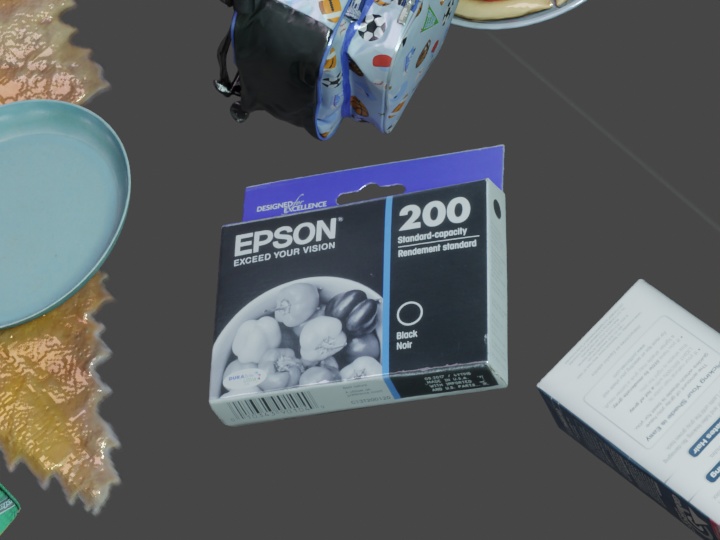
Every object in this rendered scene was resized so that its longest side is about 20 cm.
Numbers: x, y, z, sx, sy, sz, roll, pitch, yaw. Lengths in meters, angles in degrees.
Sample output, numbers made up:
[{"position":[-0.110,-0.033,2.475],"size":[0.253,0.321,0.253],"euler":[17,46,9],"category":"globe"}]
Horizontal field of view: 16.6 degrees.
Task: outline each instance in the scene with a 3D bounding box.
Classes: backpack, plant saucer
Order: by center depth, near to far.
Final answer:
[{"position":[-0.009,-0.201,1.716],"size":[0.154,0.200,0.191],"euler":[19,72,1],"category":"backpack"},{"position":[-0.256,-0.036,1.803],"size":[0.200,0.027,0.201],"euler":[-10,56,15],"category":"plant saucer"}]

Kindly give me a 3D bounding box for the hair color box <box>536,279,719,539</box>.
[{"position":[0.214,0.102,1.508],"size":[0.100,0.061,0.200],"euler":[-45,54,-10],"category":"hair color box"}]

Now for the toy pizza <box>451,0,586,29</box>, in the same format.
[{"position":[0.113,-0.262,1.803],"size":[0.200,0.032,0.201],"euler":[-10,55,15],"category":"toy pizza"}]

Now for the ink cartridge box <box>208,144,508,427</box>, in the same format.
[{"position":[0.000,0.000,1.670],"size":[0.198,0.043,0.200],"euler":[-9,54,16],"category":"ink cartridge box"}]

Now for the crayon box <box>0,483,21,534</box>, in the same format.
[{"position":[-0.340,0.196,1.664],"size":[0.119,0.058,0.200],"euler":[31,73,34],"category":"crayon box"}]
